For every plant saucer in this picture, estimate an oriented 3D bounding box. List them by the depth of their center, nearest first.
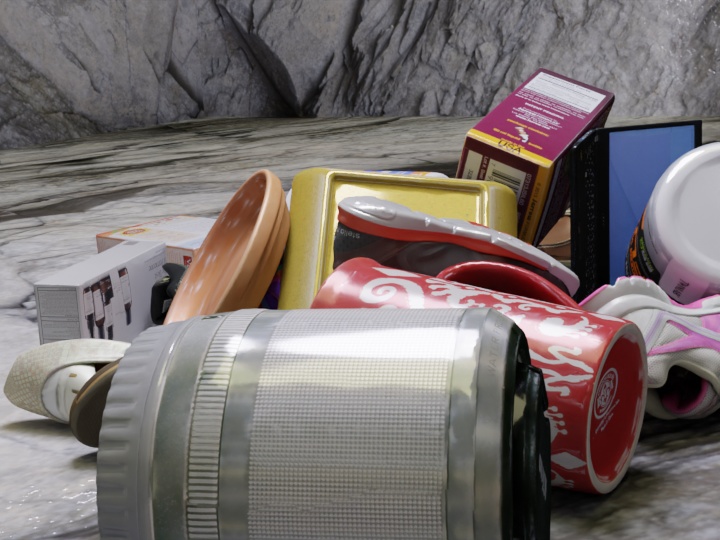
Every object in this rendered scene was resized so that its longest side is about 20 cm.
[{"bbox_3d":[0.034,-0.008,1.016,0.198,0.049,0.201,4,56,0],"label":"plant saucer"},{"bbox_3d":[-0.115,0.009,1.062,0.037,0.201,0.200,28,4,-17],"label":"plant saucer"}]

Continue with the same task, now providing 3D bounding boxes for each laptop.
[{"bbox_3d":[0.256,-0.040,1.135,0.102,0.179,0.200,1,12,18],"label":"laptop"}]

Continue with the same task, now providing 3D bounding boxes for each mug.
[{"bbox_3d":[0.082,0.052,0.813,0.199,0.178,0.134,9,-26,32],"label":"mug"}]

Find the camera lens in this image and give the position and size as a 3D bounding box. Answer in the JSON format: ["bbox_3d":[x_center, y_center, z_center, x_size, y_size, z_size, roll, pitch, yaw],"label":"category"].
[{"bbox_3d":[-0.009,0.099,0.608,0.198,0.161,0.160,-1,12,12],"label":"camera lens"}]

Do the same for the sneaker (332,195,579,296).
[{"bbox_3d":[0.069,0.003,0.952,0.198,0.083,0.077,15,8,-8],"label":"sneaker"}]

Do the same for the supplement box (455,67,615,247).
[{"bbox_3d":[0.162,-0.103,1.181,0.085,0.111,0.200,24,35,16],"label":"supplement box"}]

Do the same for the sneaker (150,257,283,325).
[{"bbox_3d":[-0.142,0.014,1.246,0.113,0.077,0.199,6,19,13],"label":"sneaker"}]

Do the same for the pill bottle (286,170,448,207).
[{"bbox_3d":[0.010,-0.064,1.478,0.199,0.113,0.112,5,15,32],"label":"pill bottle"}]

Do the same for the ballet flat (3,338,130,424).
[{"bbox_3d":[-0.181,0.088,0.946,0.198,0.068,0.062,-4,22,1],"label":"ballet flat"}]

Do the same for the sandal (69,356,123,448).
[{"bbox_3d":[-0.107,0.100,0.876,0.198,0.081,0.054,-1,33,-6],"label":"sandal"}]

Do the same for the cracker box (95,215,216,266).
[{"bbox_3d":[-0.204,-0.022,1.476,0.133,0.058,0.199,-16,16,-43],"label":"cracker box"}]

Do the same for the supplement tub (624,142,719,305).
[{"bbox_3d":[0.285,-0.016,1.017,0.121,0.124,0.200,-3,-17,3],"label":"supplement tub"}]

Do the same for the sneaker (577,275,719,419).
[{"bbox_3d":[0.239,0.069,0.897,0.199,0.089,0.081,8,-36,-31],"label":"sneaker"}]

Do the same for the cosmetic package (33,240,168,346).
[{"bbox_3d":[-0.242,0.030,1.191,0.050,0.083,0.200,2,14,13],"label":"cosmetic package"}]

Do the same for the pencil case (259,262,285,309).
[{"bbox_3d":[0.000,0.000,1.085,0.199,0.089,0.088,-35,25,-23],"label":"pencil case"}]

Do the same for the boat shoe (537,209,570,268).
[{"bbox_3d":[0.248,-0.049,1.428,0.075,0.074,0.199,6,15,38],"label":"boat shoe"}]
